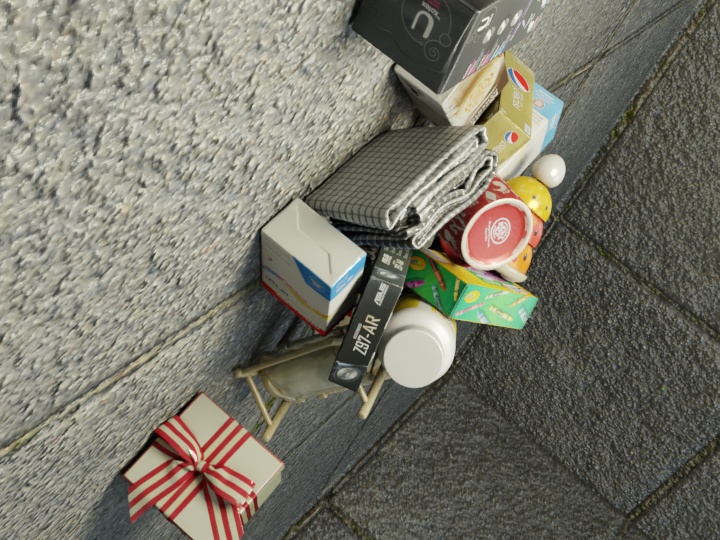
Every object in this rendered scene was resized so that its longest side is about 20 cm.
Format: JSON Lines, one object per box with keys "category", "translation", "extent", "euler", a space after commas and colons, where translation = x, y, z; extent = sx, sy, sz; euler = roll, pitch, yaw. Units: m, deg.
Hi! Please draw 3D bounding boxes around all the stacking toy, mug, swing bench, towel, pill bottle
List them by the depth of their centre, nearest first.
{"category": "towel", "translation": [0.055, -0.100, 1.147], "extent": [0.200, 0.165, 0.086], "euler": [-45, 124, -29]}
{"category": "mug", "translation": [0.153, -0.085, 1.271], "extent": [0.133, 0.200, 0.178], "euler": [-41, 129, 4]}
{"category": "pill bottle", "translation": [0.081, 0.099, 1.315], "extent": [0.111, 0.111, 0.200], "euler": [-54, -179, 12]}
{"category": "stacking toy", "translation": [0.242, -0.096, 1.411], "extent": [0.200, 0.146, 0.146], "euler": [-55, 167, 7]}
{"category": "swing bench", "translation": [-0.051, 0.155, 1.432], "extent": [0.199, 0.130, 0.200], "euler": [-20, -175, 30]}

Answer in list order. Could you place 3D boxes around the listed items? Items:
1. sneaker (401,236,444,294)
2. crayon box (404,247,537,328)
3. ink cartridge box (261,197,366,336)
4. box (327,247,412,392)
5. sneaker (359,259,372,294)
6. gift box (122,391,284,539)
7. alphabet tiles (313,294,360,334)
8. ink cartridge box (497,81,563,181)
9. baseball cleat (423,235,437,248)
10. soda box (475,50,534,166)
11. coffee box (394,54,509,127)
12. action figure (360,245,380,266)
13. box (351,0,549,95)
{"category": "sneaker", "translation": [0.108, -0.013, 1.501], "extent": [0.104, 0.060, 0.200], "euler": [-28, -159, 39]}
{"category": "crayon box", "translation": [0.162, 0.027, 1.375], "extent": [0.200, 0.119, 0.058], "euler": [12, 110, -49]}
{"category": "ink cartridge box", "translation": [-0.064, 0.008, 1.177], "extent": [0.067, 0.116, 0.200], "euler": [-46, 166, -23]}
{"category": "box", "translation": [0.018, 0.048, 1.235], "extent": [0.200, 0.043, 0.160], "euler": [-68, 180, -68]}
{"category": "sneaker", "translation": [0.037, -0.057, 1.480], "extent": [0.200, 0.074, 0.088], "euler": [-60, 155, -4]}
{"category": "gift box", "translation": [-0.226, 0.315, 1.331], "extent": [0.200, 0.184, 0.187], "euler": [-52, 170, -22]}
{"category": "alphabet tiles", "translation": [-0.011, 0.068, 1.649], "extent": [0.166, 0.006, 0.200], "euler": [-27, 162, -11]}
{"category": "ink cartridge box", "translation": [0.207, -0.207, 1.472], "extent": [0.200, 0.129, 0.125], "euler": [-48, 166, -12]}
{"category": "baseball cleat", "translation": [0.091, -0.099, 1.394], "extent": [0.107, 0.070, 0.200], "euler": [-57, 147, -23]}
{"category": "soda box", "translation": [0.204, -0.238, 1.321], "extent": [0.068, 0.064, 0.200], "euler": [-41, -159, 35]}
{"category": "coffee box", "translation": [0.121, -0.250, 1.171], "extent": [0.114, 0.080, 0.200], "euler": [-52, 167, 4]}
{"category": "action figure", "translation": [0.000, 0.000, 1.378], "extent": [0.200, 0.119, 0.102], "euler": [-49, -153, 23]}
{"category": "box", "translation": [0.106, -0.284, 0.932], "extent": [0.200, 0.122, 0.106], "euler": [-40, 164, -40]}
